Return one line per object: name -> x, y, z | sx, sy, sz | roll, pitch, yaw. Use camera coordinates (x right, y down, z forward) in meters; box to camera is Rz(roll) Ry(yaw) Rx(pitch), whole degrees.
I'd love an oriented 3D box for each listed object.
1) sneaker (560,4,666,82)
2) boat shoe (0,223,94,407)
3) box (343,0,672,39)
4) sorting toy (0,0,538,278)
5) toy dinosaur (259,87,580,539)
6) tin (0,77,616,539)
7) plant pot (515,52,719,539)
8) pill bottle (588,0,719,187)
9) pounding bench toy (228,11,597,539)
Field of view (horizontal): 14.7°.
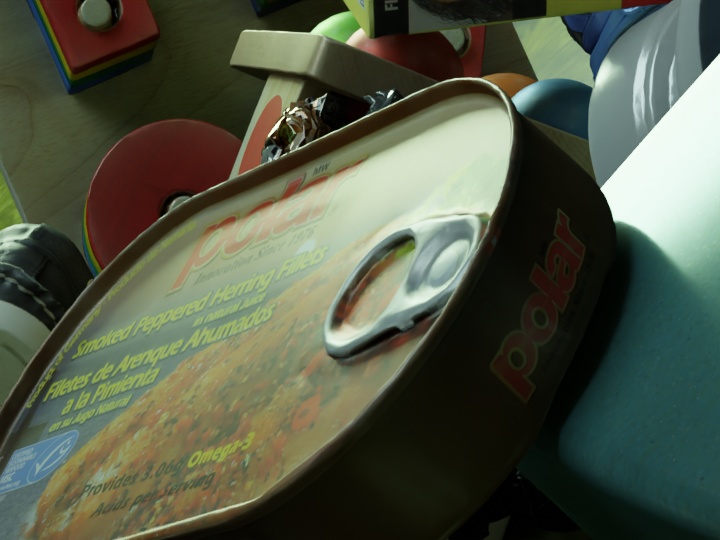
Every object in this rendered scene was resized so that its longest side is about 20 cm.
sneaker -> 0.106, -0.105, 1.004 | 0.075, 0.079, 0.200 | -32, -2, 7
boat shoe -> -0.118, 0.073, 0.894 | 0.060, 0.073, 0.201 | -66, -14, -50
box -> 0.092, -0.119, 0.823 | 0.199, 0.076, 0.050 | -7, 24, -11
sorting toy -> -0.038, -0.077, 1.027 | 0.199, 0.200, 0.070 | -23, -4, -10
toy dinosaur -> 0.029, 0.047, 0.760 | 0.135, 0.201, 0.102 | -12, 4, 3
tin -> -0.021, 0.024, 0.607 | 0.200, 0.042, 0.112 | -21, 41, 53
plant pot -> 0.134, 0.032, 0.518 | 0.141, 0.141, 0.200 | -48, 17, -4
pill bottle -> 0.153, -0.057, 0.730 | 0.200, 0.120, 0.120 | -27, 24, 54
pounding bench toy -> 0.000, 0.000, 0.910 | 0.200, 0.124, 0.157 | -158, 89, -75
